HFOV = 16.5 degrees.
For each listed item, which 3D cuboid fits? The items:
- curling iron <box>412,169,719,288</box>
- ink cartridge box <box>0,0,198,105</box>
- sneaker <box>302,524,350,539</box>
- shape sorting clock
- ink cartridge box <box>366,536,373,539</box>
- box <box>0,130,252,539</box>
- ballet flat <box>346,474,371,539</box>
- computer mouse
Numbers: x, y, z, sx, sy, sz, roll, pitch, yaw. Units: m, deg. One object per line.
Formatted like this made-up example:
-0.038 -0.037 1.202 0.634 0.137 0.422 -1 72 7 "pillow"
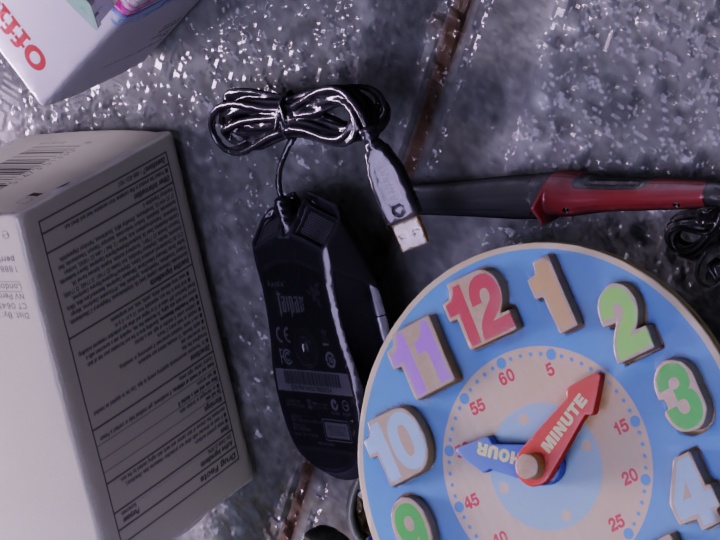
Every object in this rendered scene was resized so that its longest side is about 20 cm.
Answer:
0.094 -0.025 1.137 0.199 0.026 0.050 7 112 34 "curling iron"
-0.121 -0.196 1.172 0.145 0.084 0.200 52 131 4 "ink cartridge box"
-0.067 0.201 1.336 0.089 0.077 0.201 43 128 22 "sneaker"
0.083 0.087 1.110 0.199 0.039 0.202 0 89 33 "shape sorting clock"
0.000 0.234 1.252 0.044 0.094 0.201 14 137 2 "ink cartridge box"
-0.151 0.041 1.278 0.108 0.128 0.201 1 112 35 "box"
0.064 0.084 1.186 0.068 0.064 0.200 52 130 4 "ballet flat"
0.000 0.000 1.197 0.140 0.046 0.201 -8 99 54 "computer mouse"
